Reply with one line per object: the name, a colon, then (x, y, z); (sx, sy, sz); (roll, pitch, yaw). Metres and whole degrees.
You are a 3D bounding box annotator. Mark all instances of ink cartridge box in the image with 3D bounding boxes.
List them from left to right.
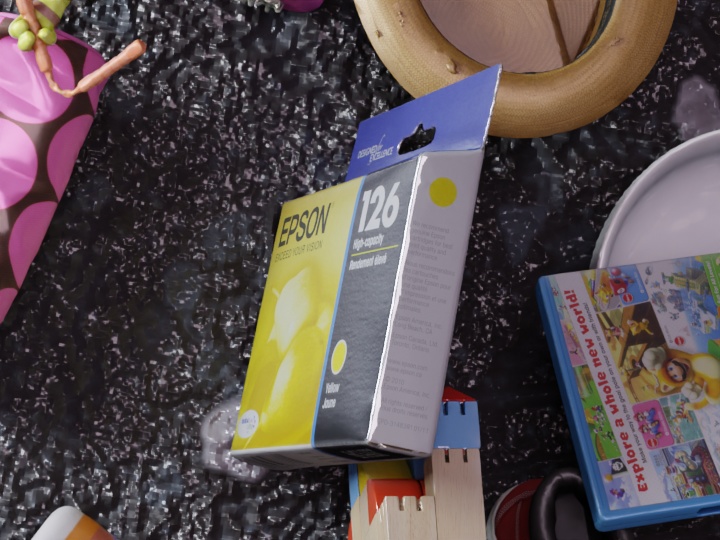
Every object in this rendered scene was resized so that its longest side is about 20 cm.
ink cartridge box: (0.000, 0.000, 1.392); (0.047, 0.197, 0.202); (13, 79, -20)

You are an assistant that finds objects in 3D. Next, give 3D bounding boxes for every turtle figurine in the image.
turtle figurine: (-0.140, -0.203, 1.410); (0.161, 0.064, 0.201); (36, 89, 6)

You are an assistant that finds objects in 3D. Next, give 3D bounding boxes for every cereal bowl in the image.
cereal bowl: (0.216, 0.025, 1.477); (0.198, 0.083, 0.202); (1, 80, -8)

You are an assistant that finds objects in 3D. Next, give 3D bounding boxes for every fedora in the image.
fedora: (0.079, -0.164, 1.486); (0.199, 0.082, 0.202); (2, 77, -8)

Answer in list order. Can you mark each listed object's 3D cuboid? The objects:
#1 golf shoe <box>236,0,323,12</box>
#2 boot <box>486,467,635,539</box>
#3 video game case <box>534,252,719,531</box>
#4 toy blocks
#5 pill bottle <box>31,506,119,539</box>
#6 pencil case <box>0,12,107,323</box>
golf shoe: (-0.093, -0.220, 1.479); (0.199, 0.075, 0.092); (33, 75, -3)
boot: (0.128, 0.203, 1.405); (0.072, 0.144, 0.201); (-20, 85, -11)
video game case: (0.202, 0.055, 1.394); (0.198, 0.018, 0.144); (-7, 61, -10)
toy blocks: (0.026, 0.148, 1.389); (0.099, 0.200, 0.138); (1, 66, -9)
pill bottle: (-0.107, 0.222, 1.384); (0.200, 0.112, 0.112); (37, 78, -1)
pencil case: (-0.212, -0.039, 1.425); (0.093, 0.090, 0.201); (31, 73, -38)
